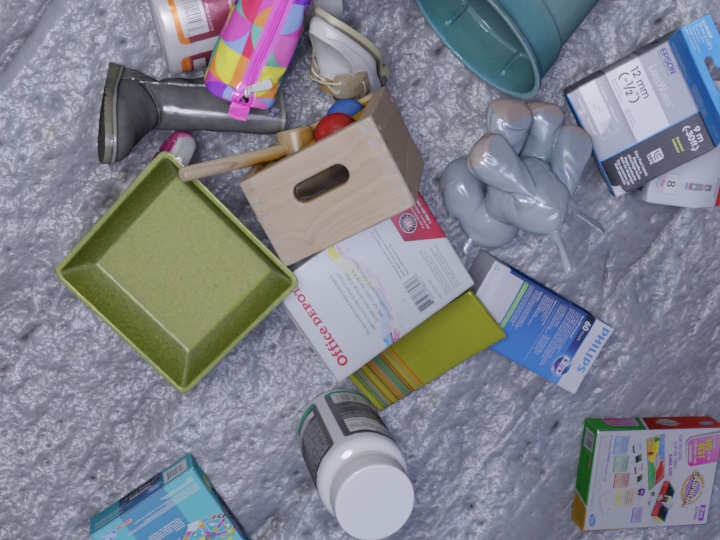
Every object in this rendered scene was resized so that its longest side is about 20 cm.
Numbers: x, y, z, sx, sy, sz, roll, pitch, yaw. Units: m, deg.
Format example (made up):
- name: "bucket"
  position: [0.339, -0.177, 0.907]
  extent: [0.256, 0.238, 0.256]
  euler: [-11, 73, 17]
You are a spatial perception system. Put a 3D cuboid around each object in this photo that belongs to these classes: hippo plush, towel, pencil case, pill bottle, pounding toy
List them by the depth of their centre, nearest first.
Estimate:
- name: "pencil case"
  position: [-0.090, -0.255, 1.053]
  extent: [0.087, 0.089, 0.202]
  euler: [16, 115, -18]
- name: "pounding toy"
  position: [-0.055, -0.108, 1.114]
  extent: [0.198, 0.184, 0.143]
  euler: [-24, 106, 15]
- name: "pill bottle"
  position: [-0.126, -0.293, 1.142]
  extent: [0.197, 0.114, 0.116]
  euler: [-17, 109, -10]
- name: "hippo plush"
  position: [0.186, -0.099, 1.264]
  extent: [0.201, 0.161, 0.159]
  euler: [50, 61, -5]
- name: "pill bottle"
  position: [-0.007, 0.232, 1.273]
  extent: [0.111, 0.200, 0.115]
  euler: [-4, 108, -13]
- name: "towel"
  position: [0.078, 0.101, 1.320]
  extent: [0.199, 0.018, 0.086]
  euler: [-33, 115, 20]

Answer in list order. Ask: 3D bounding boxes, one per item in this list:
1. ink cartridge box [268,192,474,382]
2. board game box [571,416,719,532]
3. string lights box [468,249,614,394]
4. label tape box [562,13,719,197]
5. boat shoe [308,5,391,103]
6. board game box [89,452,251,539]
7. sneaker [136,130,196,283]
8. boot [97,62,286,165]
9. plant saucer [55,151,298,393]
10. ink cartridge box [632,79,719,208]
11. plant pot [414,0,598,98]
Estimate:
- name: "ink cartridge box"
  position: [0.000, 0.000, 1.239]
  extent: [0.199, 0.145, 0.146]
  euler: [-35, 111, -4]
- name: "board game box"
  position: [0.403, 0.284, 1.479]
  extent: [0.197, 0.040, 0.155]
  euler: [1, 105, -15]
- name: "string lights box"
  position: [0.217, 0.068, 1.361]
  extent: [0.198, 0.059, 0.104]
  euler: [29, 97, -20]
- name: "label tape box"
  position: [0.366, -0.200, 1.282]
  extent: [0.198, 0.066, 0.145]
  euler: [-26, 99, 14]
- name: "boat shoe"
  position: [-0.018, -0.223, 1.154]
  extent: [0.074, 0.200, 0.069]
  euler: [38, 93, 18]
- name: "board game box"
  position: [-0.224, 0.355, 1.334]
  extent: [0.150, 0.047, 0.201]
  euler: [-32, 111, -4]
- name: "sneaker"
  position: [-0.206, -0.061, 1.210]
  extent: [0.087, 0.082, 0.203]
  euler: [7, 112, -17]
- name: "boot"
  position: [-0.179, -0.165, 1.140]
  extent: [0.197, 0.183, 0.073]
  euler: [10, 130, -14]
- name: "plant saucer"
  position: [-0.196, -0.001, 1.148]
  extent: [0.200, 0.048, 0.199]
  euler: [44, 110, -10]
- name: "ink cartridge box"
  position: [0.463, -0.162, 1.367]
  extent: [0.197, 0.057, 0.165]
  euler: [6, 103, -11]
- name: "plant pot"
  position: [0.190, -0.334, 1.181]
  extent: [0.196, 0.200, 0.201]
  euler: [-45, 111, -8]
